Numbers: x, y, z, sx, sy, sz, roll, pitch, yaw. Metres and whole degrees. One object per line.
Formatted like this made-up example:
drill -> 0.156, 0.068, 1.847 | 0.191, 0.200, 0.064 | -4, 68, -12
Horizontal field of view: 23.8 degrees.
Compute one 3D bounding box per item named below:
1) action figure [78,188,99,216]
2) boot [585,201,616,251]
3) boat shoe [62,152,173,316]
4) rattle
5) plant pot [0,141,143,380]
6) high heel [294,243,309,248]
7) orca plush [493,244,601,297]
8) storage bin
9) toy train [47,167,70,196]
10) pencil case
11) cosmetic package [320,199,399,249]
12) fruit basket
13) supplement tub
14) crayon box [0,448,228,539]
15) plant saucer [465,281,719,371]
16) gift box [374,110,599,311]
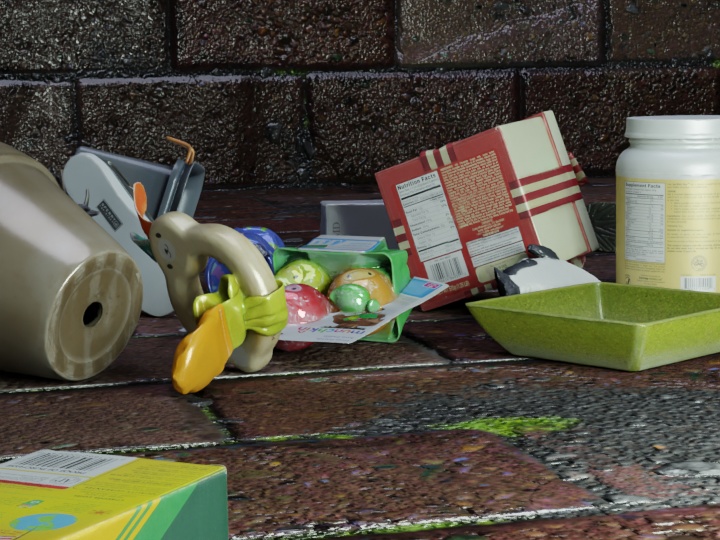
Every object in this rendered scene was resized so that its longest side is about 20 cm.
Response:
action figure -> -0.320, 0.002, 1.705 | 0.118, 0.103, 0.200 | -8, 28, 33
boot -> 0.363, -0.065, 2.442 | 0.181, 0.073, 0.199 | 6, 3, 36
boat shoe -> -0.245, -0.042, 1.824 | 0.068, 0.201, 0.057 | -36, -9, 19
rattle -> -0.169, 0.017, 1.441 | 0.200, 0.131, 0.143 | 41, 62, 17
plant pot -> -0.287, 0.010, 1.458 | 0.173, 0.201, 0.199 | 24, 19, 31
high heel -> 0.000, 0.000, 1.850 | 0.141, 0.072, 0.200 | -7, -2, -1
orca plush -> 0.172, 0.038, 1.674 | 0.105, 0.071, 0.200 | 46, 25, 9
storage bin -> -0.261, -0.090, 1.958 | 0.133, 0.147, 0.200 | 18, 0, -2
toy train -> -0.307, -0.028, 1.806 | 0.046, 0.201, 0.034 | 9, -42, -35
pencil case -> -0.125, -0.005, 1.881 | 0.078, 0.087, 0.200 | -23, 5, 4
cosmetic package -> 0.053, -0.034, 2.032 | 0.198, 0.103, 0.074 | -3, 6, -8
fruit basket -> -0.041, 0.026, 1.581 | 0.184, 0.095, 0.200 | 3, 11, 30
supplement tub -> 0.333, -0.056, 1.745 | 0.144, 0.202, 0.145 | -1, 6, 0
crayon box -> -0.167, 0.136, 0.839 | 0.126, 0.051, 0.200 | 2, 7, 26
plant saucer -> 0.229, 0.050, 1.520 | 0.199, 0.048, 0.199 | -8, 10, -44
gift box -> 0.141, -0.051, 1.850 | 0.183, 0.201, 0.186 | -14, 4, 28
